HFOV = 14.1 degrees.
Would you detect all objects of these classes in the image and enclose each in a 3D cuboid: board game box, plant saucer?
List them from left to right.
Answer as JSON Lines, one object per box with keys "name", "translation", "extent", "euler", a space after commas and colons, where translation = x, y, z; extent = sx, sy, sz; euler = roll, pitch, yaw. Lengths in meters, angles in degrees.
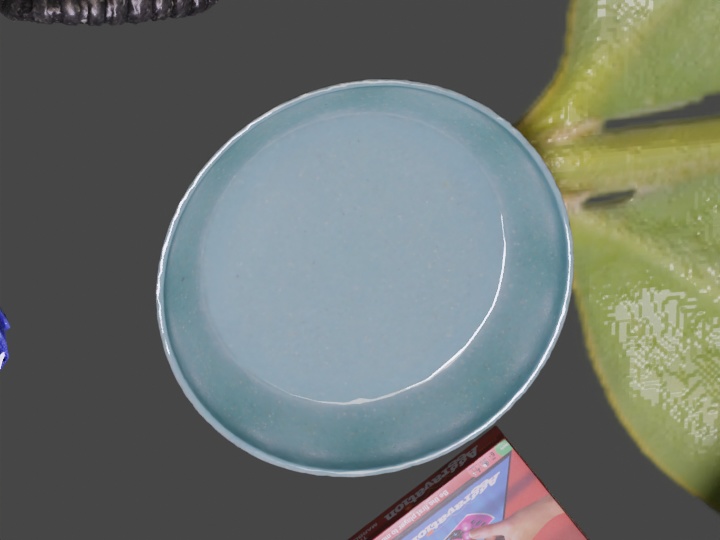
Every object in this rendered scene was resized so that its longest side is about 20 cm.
{"name": "plant saucer", "translation": [0.000, 0.000, 1.369], "extent": [0.200, 0.036, 0.200], "euler": [-5, 113, -12]}
{"name": "board game box", "translation": [0.020, 0.176, 1.453], "extent": [0.200, 0.019, 0.103], "euler": [-38, 116, 3]}

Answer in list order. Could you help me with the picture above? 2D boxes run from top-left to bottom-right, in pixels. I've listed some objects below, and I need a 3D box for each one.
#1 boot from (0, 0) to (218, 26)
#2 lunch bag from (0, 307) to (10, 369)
{"name": "boot", "translation": [-0.154, -0.183, 1.235], "extent": [0.211, 0.079, 0.158], "euler": [2, 111, -14]}
{"name": "lunch bag", "translation": [-0.247, 0.050, 1.257], "extent": [0.200, 0.170, 0.127], "euler": [-34, 115, 0]}
